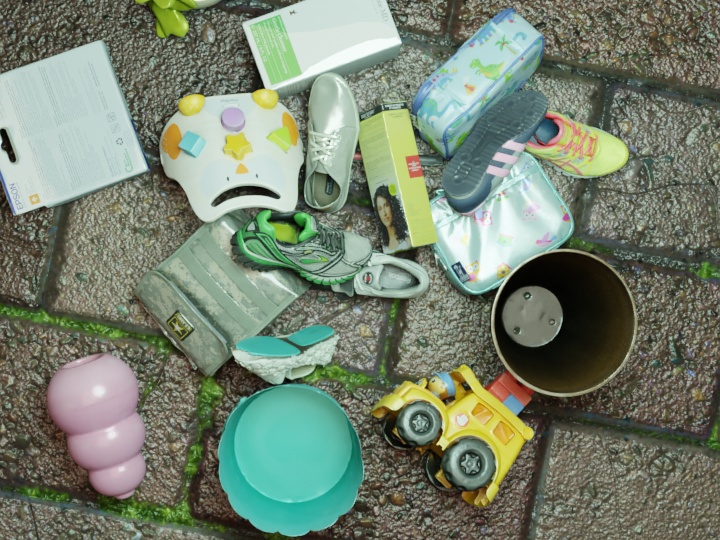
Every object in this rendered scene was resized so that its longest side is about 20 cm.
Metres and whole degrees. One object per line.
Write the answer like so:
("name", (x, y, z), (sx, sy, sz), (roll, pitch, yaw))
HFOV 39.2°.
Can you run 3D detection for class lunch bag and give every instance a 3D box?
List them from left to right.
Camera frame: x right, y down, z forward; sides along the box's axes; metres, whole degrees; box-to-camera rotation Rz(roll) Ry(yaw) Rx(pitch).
("lunch bag", (-0.200, 0.032, 1.395), (0.200, 0.118, 0.164), (-41, 91, 13))
("lunch bag", (0.159, -0.253, 1.391), (0.200, 0.161, 0.082), (-45, 78, -2))
("lunch bag", (0.186, -0.067, 1.431), (0.200, 0.077, 0.160), (-31, 91, -2))

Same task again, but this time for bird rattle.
("bird rattle", (-0.258, -0.434, 1.425), (0.163, 0.113, 0.200), (-12, 77, -14))

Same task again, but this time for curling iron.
("curling iron", (0.021, -0.172, 1.449), (0.200, 0.026, 0.050), (10, 98, -2))

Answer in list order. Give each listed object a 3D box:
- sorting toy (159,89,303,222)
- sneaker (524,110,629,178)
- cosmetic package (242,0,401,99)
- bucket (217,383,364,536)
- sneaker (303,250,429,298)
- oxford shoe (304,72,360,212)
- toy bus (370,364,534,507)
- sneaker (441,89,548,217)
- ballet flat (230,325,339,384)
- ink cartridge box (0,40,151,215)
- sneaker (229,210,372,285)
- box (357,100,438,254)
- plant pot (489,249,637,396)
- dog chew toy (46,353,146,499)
("sorting toy", (-0.163, -0.142, 1.354), (0.200, 0.107, 0.180), (-8, 57, -12))
("sneaker", (0.288, -0.182, 1.430), (0.200, 0.090, 0.078), (13, 88, -4))
("cosmetic package", (-0.053, -0.324, 1.420), (0.200, 0.085, 0.108), (-22, 90, -1))
("bucket", (-0.095, 0.251, 1.389), (0.207, 0.135, 0.207), (0, 90, -2))
("sneaker", (0.000, 0.000, 1.420), (0.200, 0.089, 0.074), (5, 91, -1))
("oxford shoe", (-0.044, -0.172, 1.400), (0.075, 0.058, 0.200), (11, 111, 19))
("toy bus", (0.143, 0.200, 1.411), (0.200, 0.136, 0.192), (41, 75, 1))
("sneaker", (0.183, -0.158, 1.370), (0.070, 0.082, 0.200), (36, 75, 29))
("ballet flat", (-0.099, 0.121, 1.375), (0.072, 0.200, 0.072), (5, 98, 36))
("ink cartridge box", (-0.423, -0.199, 1.425), (0.200, 0.041, 0.200), (-19, 91, -2))
("sneaker", (-0.065, -0.033, 1.330), (0.200, 0.085, 0.078), (5, 60, -35))
("box", (0.048, -0.127, 1.396), (0.050, 0.075, 0.200), (-11, 87, -35))
("plant pot", (0.252, 0.067, 1.372), (0.187, 0.200, 0.187), (0, 90, -3))
("dog chew toy", (-0.353, 0.219, 1.391), (0.124, 0.125, 0.200), (-16, 98, -2))
